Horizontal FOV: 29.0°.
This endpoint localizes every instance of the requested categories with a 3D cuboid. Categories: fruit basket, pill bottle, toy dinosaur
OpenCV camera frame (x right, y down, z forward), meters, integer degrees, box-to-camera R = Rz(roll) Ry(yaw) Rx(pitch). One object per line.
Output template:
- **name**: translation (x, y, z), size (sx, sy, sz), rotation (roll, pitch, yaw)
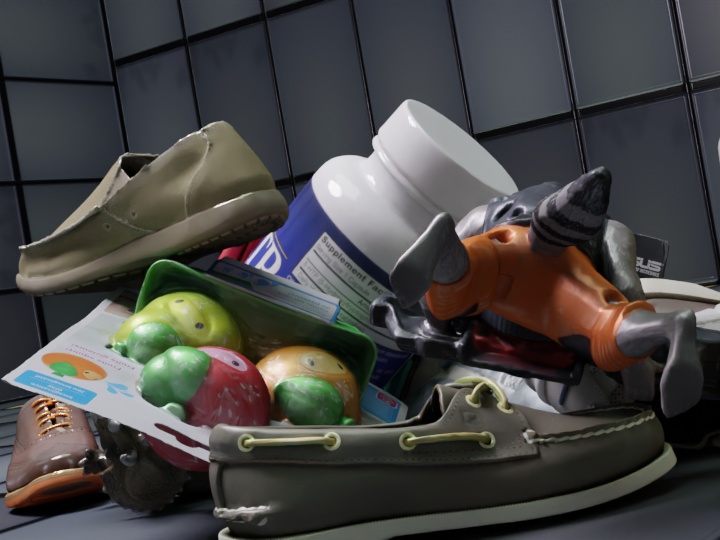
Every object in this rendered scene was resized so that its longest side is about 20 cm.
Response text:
- **fruit basket**: translation (-0.064, 0.056, 0.714), size (0.185, 0.094, 0.200), rotation (21, 7, 3)
- **pill bottle**: translation (0.000, 0.000, 0.855), size (0.200, 0.120, 0.120), rotation (-50, -15, 17)
- **toy dinosaur**: translation (-0.108, 0.110, 0.864), size (0.102, 0.077, 0.200), rotation (24, 10, 37)

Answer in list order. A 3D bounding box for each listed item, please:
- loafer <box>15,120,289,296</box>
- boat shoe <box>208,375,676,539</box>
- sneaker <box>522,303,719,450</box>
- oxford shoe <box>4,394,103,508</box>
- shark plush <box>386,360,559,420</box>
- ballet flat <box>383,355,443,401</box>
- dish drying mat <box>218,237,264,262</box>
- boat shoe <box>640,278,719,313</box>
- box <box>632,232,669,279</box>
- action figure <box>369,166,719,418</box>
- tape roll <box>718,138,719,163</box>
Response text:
- **loafer**: translation (-0.124, -0.032, 0.801), size (0.199, 0.069, 0.076), rotation (-17, -8, 34)
- **boat shoe**: translation (0.036, 0.078, 0.590), size (0.201, 0.061, 0.072), rotation (-10, -1, -9)
- **sneaker**: translation (0.181, 0.062, 0.697), size (0.199, 0.075, 0.082), rotation (-3, 34, -20)
- **oxford shoe**: translation (-0.218, 0.122, 0.975), size (0.071, 0.073, 0.200), rotation (-9, -1, -18)
- **shark plush**: translation (0.055, 0.078, 0.793), size (0.199, 0.091, 0.083), rotation (-5, 32, 30)
- **ballet flat**: translation (0.050, 0.089, 0.950), size (0.063, 0.068, 0.200), rotation (18, -2, 0)
- **dish drying mat**: translation (-0.099, 0.047, 0.953), size (0.018, 0.201, 0.077), rotation (25, -5, 22)
- **boat shoe**: translation (0.234, 0.047, 0.796), size (0.199, 0.072, 0.060), rotation (4, 41, -8)
- **box**: translation (0.120, -0.004, 1.009), size (0.160, 0.044, 0.200), rotation (14, -8, 0)
- **action figure**: translation (0.104, 0.005, 0.592), size (0.199, 0.105, 0.193), rotation (9, 8, 3)
- **tape roll**: translation (0.343, -0.031, 0.910), size (0.202, 0.140, 0.203), rotation (-4, -14, -1)
